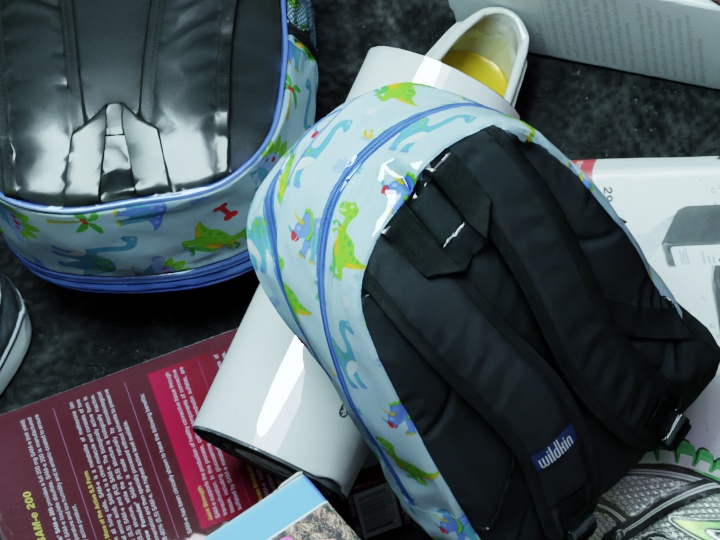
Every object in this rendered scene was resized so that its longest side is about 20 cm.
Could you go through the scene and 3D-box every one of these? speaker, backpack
[{"bbox_3d":[0.000,0.000,1.306,0.081,0.081,0.201,22,80,18],"label":"speaker"},{"bbox_3d":[-0.108,-0.084,1.424,0.182,0.147,0.201,-6,55,5],"label":"backpack"},{"bbox_3d":[0.043,0.013,1.210,0.163,0.200,0.154,-46,52,-8],"label":"backpack"}]

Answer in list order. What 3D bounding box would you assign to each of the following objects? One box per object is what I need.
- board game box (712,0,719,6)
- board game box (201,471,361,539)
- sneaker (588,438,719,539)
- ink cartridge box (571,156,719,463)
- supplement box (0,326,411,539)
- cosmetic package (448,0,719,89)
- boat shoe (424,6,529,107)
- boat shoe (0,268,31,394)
[{"bbox_3d":[0.198,-0.176,1.383,0.200,0.019,0.103,36,84,17],"label":"board game box"},{"bbox_3d":[-0.027,0.213,1.144,0.159,0.097,0.200,-32,62,-20],"label":"board game box"},{"bbox_3d":[0.160,0.131,1.278,0.199,0.078,0.085,10,40,-2],"label":"sneaker"},{"bbox_3d":[0.167,0.020,1.333,0.199,0.084,0.145,-2,95,6],"label":"ink cartridge box"},{"bbox_3d":[-0.077,0.098,1.368,0.199,0.061,0.109,-19,59,-4],"label":"supplement box"},{"bbox_3d":[0.148,-0.151,1.451,0.199,0.101,0.071,12,71,13],"label":"cosmetic package"},{"bbox_3d":[0.037,-0.062,1.397,0.074,0.086,0.202,32,49,4],"label":"boat shoe"},{"bbox_3d":[-0.224,0.079,1.393,0.072,0.068,0.200,20,65,18],"label":"boat shoe"}]
